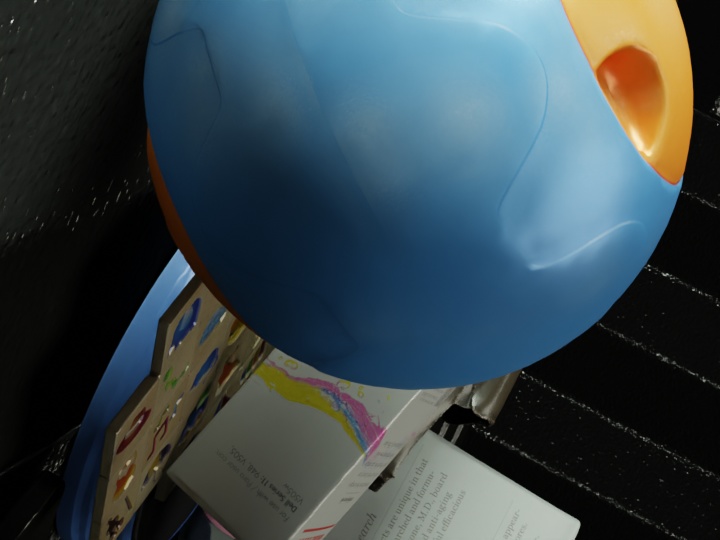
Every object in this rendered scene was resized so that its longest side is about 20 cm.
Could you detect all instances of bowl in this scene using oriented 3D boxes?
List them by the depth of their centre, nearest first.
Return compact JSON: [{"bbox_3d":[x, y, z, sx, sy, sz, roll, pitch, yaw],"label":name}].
[{"bbox_3d":[-0.082,0.055,0.965,0.202,0.039,0.201,-61,171,-16],"label":"bowl"}]

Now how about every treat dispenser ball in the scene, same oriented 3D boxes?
[{"bbox_3d":[0.021,-0.059,0.699,0.202,0.200,0.201,-60,171,-17],"label":"treat dispenser ball"}]

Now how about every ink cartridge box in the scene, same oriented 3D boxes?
[{"bbox_3d":[-0.019,0.073,0.911,0.200,0.067,0.117,-49,170,1],"label":"ink cartridge box"}]

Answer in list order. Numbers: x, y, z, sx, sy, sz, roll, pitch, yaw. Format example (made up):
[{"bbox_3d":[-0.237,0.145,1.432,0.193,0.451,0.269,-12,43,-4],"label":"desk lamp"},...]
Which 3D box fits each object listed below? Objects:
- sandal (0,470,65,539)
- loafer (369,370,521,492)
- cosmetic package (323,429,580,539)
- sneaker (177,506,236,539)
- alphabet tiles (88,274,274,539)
[{"bbox_3d":[-0.155,0.169,0.856,0.075,0.045,0.201,-48,163,-57],"label":"sandal"},{"bbox_3d":[0.056,0.053,1.074,0.199,0.072,0.073,-34,180,-16],"label":"loafer"},{"bbox_3d":[0.015,0.206,1.358,0.166,0.199,0.165,-60,-177,-19],"label":"cosmetic package"},{"bbox_3d":[-0.056,0.136,1.201,0.070,0.082,0.201,-53,170,-54],"label":"sneaker"},{"bbox_3d":[-0.064,0.033,0.861,0.200,0.008,0.168,-54,167,-41],"label":"alphabet tiles"}]
